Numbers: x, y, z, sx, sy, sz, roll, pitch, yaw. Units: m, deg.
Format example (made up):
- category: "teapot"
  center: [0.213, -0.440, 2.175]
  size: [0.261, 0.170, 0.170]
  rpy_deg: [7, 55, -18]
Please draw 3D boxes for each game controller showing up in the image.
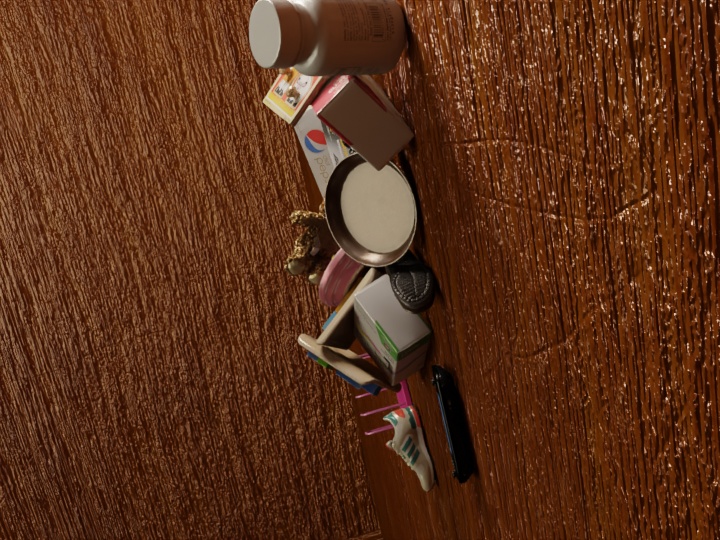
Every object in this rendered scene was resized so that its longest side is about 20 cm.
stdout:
- category: "game controller"
  center: [0.155, 0.266, 1.347]
  size: [0.104, 0.042, 0.201]
  rpy_deg: [-167, 64, -82]

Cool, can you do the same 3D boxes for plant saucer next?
- category: "plant saucer"
  center: [0.022, -0.107, 1.335]
  size: [0.200, 0.032, 0.201]
  rpy_deg: [14, 113, 37]
- category: "plant saucer"
  center: [0.000, 0.000, 1.579]
  size: [0.051, 0.200, 0.201]
  rpy_deg: [38, 157, 21]

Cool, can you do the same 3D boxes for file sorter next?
- category: "file sorter"
  center: [0.048, 0.301, 1.929]
  size: [0.139, 0.125, 0.201]
  rpy_deg: [111, 145, -78]

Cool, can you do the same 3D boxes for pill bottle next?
- category: "pill bottle"
  center: [-0.047, -0.328, 1.069]
  size: [0.114, 0.199, 0.115]
  rpy_deg: [22, 118, 51]

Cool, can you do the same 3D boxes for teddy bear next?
- category: "teddy bear"
  center: [-0.081, -0.067, 1.553]
  size: [0.067, 0.144, 0.201]
  rpy_deg: [-155, 74, -69]

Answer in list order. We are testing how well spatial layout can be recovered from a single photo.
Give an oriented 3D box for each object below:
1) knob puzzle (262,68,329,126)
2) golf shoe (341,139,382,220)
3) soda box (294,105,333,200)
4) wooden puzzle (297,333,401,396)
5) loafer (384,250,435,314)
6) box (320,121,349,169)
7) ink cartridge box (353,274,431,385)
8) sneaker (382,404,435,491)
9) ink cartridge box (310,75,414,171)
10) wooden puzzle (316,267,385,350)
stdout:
- category: "knob puzzle"
  center: [-0.084, -0.337, 1.219]
  size: [0.030, 0.220, 0.220]
  rpy_deg: [30, -161, -29]
- category: "golf shoe"
  center: [0.036, -0.175, 1.407]
  size: [0.094, 0.077, 0.201]
  rpy_deg: [32, -143, -66]
- category: "soda box"
  center: [-0.071, -0.239, 1.577]
  size: [0.064, 0.068, 0.201]
  rpy_deg: [-61, -49, -67]
- category: "wooden puzzle"
  center: [-0.024, 0.204, 1.595]
  size: [0.185, 0.046, 0.200]
  rpy_deg: [29, -179, 26]
- category: "loafer"
  center: [0.091, 0.025, 1.339]
  size: [0.200, 0.073, 0.071]
  rpy_deg: [-107, -5, -64]
- category: "box"
  center: [-0.009, -0.197, 1.523]
  size: [0.158, 0.048, 0.201]
  rpy_deg: [21, -127, -70]
- category: "ink cartridge box"
  center: [0.058, 0.122, 1.510]
  size: [0.145, 0.084, 0.200]
  rpy_deg: [52, 164, 21]
- category: "sneaker"
  center: [0.109, 0.420, 1.795]
  size: [0.070, 0.093, 0.201]
  rpy_deg: [107, 149, -77]
- category: "ink cartridge box"
  center: [-0.013, -0.270, 1.234]
  size: [0.145, 0.083, 0.200]
  rpy_deg: [36, -162, -33]
- category: "wooden puzzle"
  center: [-0.008, 0.079, 1.582]
  size: [0.037, 0.185, 0.200]
  rpy_deg: [38, -176, 17]
